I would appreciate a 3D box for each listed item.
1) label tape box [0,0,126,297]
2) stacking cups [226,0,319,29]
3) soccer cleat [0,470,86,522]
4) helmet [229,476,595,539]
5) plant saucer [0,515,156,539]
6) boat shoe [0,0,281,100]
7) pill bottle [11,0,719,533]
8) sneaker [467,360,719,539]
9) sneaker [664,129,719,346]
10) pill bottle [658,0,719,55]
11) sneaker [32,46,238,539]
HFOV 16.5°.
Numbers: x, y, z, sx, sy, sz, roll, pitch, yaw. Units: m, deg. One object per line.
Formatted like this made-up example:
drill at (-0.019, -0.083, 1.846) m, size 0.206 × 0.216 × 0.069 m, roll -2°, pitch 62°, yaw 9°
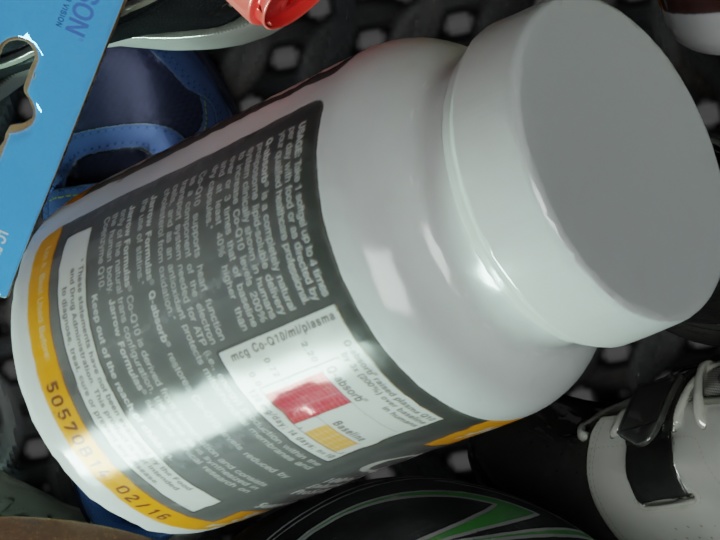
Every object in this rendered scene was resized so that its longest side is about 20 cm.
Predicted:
label tape box at (-0.174, -0.095, 0.757) m, size 0.199 × 0.063 × 0.145 m, roll 22°, pitch 127°, yaw -8°
stacking cups at (-0.083, -0.149, 0.708) m, size 0.200 × 0.060 × 0.061 m, roll 45°, pitch 109°, yaw 16°
soccer cleat at (-0.162, 0.084, 0.892) m, size 0.199 × 0.069 × 0.078 m, roll 17°, pitch 125°, yaw 7°
helmet at (0.018, 0.159, 0.777) m, size 0.190 × 0.200 × 0.200 m, roll -36°, pitch 99°, yaw -6°
plant saucer at (-0.124, 0.156, 0.871) m, size 0.199 × 0.037 × 0.201 m, roll -2°, pitch 139°, yaw -2°
boat shoe at (-0.111, -0.099, 0.811) m, size 0.199 × 0.060 × 0.076 m, roll -13°, pitch 70°, yaw 26°
pill bottle at (0.000, 0.000, 0.728) m, size 0.199 × 0.116 × 0.117 m, roll -22°, pitch 103°, yaw 38°
sneaker at (0.121, 0.055, 0.809) m, size 0.199 × 0.074 × 0.089 m, roll 15°, pitch 124°, yaw 36°
sneaker at (0.075, -0.024, 0.793) m, size 0.199 × 0.104 × 0.060 m, roll 20°, pitch 78°, yaw 11°
pill bottle at (0.132, -0.140, 0.763) m, size 0.109 × 0.109 × 0.201 m, roll -14°, pitch 103°, yaw 12°
sneaker at (-0.075, 0.005, 0.851) m, size 0.074 × 0.082 × 0.201 m, roll -6°, pitch 102°, yaw 11°
